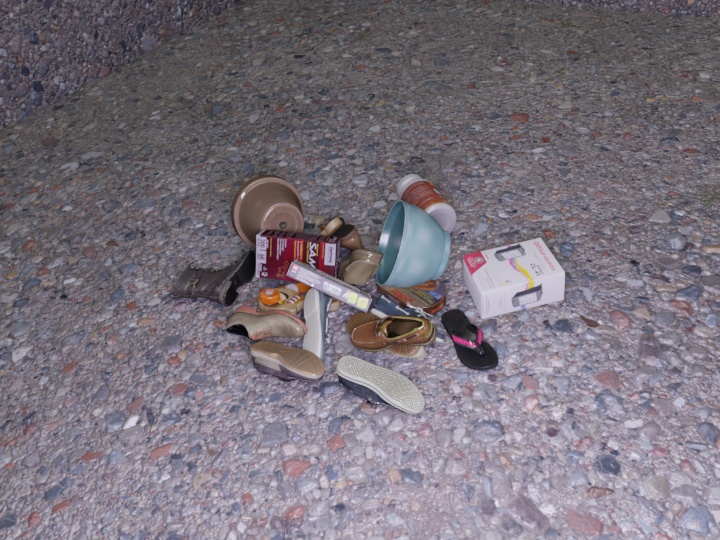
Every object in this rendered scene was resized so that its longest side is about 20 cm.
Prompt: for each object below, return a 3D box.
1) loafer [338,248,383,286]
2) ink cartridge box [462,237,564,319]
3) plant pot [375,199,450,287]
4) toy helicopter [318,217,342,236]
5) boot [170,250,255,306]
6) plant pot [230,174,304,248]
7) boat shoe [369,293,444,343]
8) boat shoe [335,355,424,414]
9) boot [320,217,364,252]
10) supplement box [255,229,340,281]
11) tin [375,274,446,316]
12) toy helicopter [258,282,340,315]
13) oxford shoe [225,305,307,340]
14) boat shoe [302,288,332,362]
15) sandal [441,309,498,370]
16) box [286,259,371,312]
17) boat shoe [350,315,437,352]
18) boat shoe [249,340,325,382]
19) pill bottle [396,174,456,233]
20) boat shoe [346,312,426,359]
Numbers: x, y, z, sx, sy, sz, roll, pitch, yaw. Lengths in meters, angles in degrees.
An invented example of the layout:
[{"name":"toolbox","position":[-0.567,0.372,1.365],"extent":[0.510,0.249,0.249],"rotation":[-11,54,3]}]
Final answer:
[{"name":"loafer","position":[0.000,0.000,1.591],"extent":[0.075,0.200,0.068],"rotation":[9,74,-16]},{"name":"ink cartridge box","position":[0.350,0.015,1.540],"extent":[0.197,0.086,0.148],"rotation":[-15,39,-3]},{"name":"plant pot","position":[0.129,-0.050,1.550],"extent":[0.132,0.202,0.202],"rotation":[12,37,-13]},{"name":"toy helicopter","position":[-0.103,-0.071,1.693],"extent":[0.079,0.200,0.132],"rotation":[52,40,6]},{"name":"boot","position":[-0.381,0.009,1.728],"extent":[0.172,0.070,0.201],"rotation":[10,45,22]},{"name":"plant pot","position":[-0.226,-0.136,1.732],"extent":[0.198,0.203,0.174],"rotation":[-22,24,-14]},{"name":"boat shoe","position":[0.110,0.107,1.490],"extent":[0.199,0.075,0.062],"rotation":[21,78,42]},{"name":"boat shoe","position":[0.039,0.241,1.361],"extent":[0.198,0.063,0.075],"rotation":[23,42,14]},{"name":"boot","position":[-0.048,-0.089,1.782],"extent":[0.073,0.076,0.200],"rotation":[-40,26,-7]},{"name":"supplement box","position":[-0.152,-0.032,1.617],"extent":[0.197,0.110,0.061],"rotation":[5,17,6]},{"name":"tin","position":[0.119,0.044,1.597],"extent":[0.111,0.042,0.199],"rotation":[-29,42,-27]},{"name":"toy helicopter","position":[-0.147,0.072,1.605],"extent":[0.197,0.080,0.133],"rotation":[2,26,1]},{"name":"oxford shoe","position":[-0.213,0.134,1.499],"extent":[0.197,0.071,0.075],"rotation":[3,39,28]},{"name":"boat shoe","position":[-0.088,0.137,1.493],"extent":[0.061,0.073,0.202],"rotation":[17,54,-32]},{"name":"sandal","position":[0.230,0.142,1.445],"extent":[0.074,0.045,0.201],"rotation":[-19,40,-11]},{"name":"box","position":[-0.071,0.034,1.534],"extent":[0.198,0.035,0.110],"rotation":[25,3,-2]},{"name":"boat shoe","position":[0.060,0.123,1.400],"extent":[0.198,0.068,0.073],"rotation":[-11,61,26]},{"name":"boat shoe","position":[-0.157,0.207,1.442],"extent":[0.198,0.066,0.072],"rotation":[13,28,30]},{"name":"pill bottle","position":[0.170,-0.175,1.789],"extent":[0.111,0.113,0.201],"rotation":[-18,40,-9]},{"name":"boat shoe","position":[0.053,0.151,1.473],"extent":[0.198,0.063,0.074],"rotation":[22,75,37]}]
